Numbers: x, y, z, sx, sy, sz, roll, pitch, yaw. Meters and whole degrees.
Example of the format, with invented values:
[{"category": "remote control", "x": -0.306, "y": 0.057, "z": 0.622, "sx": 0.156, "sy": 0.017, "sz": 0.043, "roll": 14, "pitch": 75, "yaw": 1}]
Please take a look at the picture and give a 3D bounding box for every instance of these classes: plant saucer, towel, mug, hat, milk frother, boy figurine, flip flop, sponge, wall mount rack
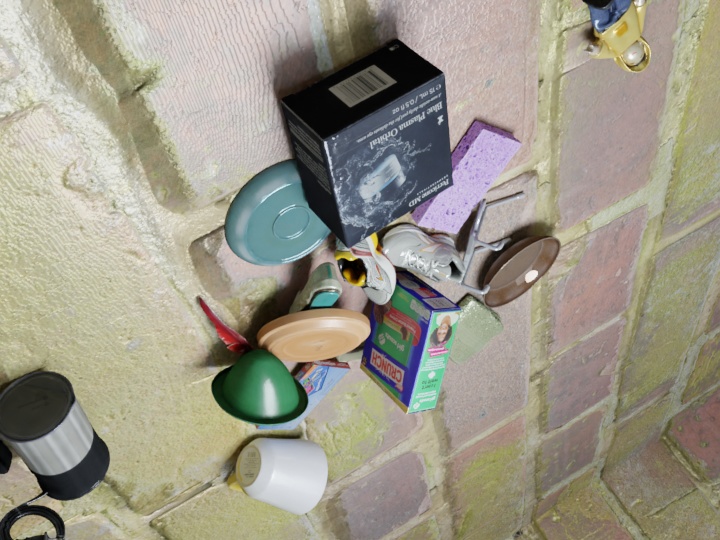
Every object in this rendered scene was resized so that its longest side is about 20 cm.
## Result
[{"category": "plant saucer", "x": -0.079, "y": 0.118, "z": 1.337, "sx": 0.197, "sy": 0.033, "sz": 0.201, "roll": -8, "pitch": 157, "yaw": -3}, {"category": "plant saucer", "x": 0.322, "y": -0.005, "z": 1.581, "sx": 0.199, "sy": 0.037, "sz": 0.202, "roll": -27, "pitch": 149, "yaw": -18}, {"category": "towel", "x": 0.230, "y": 0.133, "z": 1.673, "sx": 0.148, "sy": 0.037, "sz": 0.200, "roll": -43, "pitch": 143, "yaw": 7}, {"category": "mug", "x": -0.180, "y": 0.423, "z": 1.572, "sx": 0.152, "sy": 0.150, "sz": 0.188, "roll": 25, "pitch": 107, "yaw": -42}, {"category": "hat", "x": -0.157, "y": 0.138, "z": 1.276, "sx": 0.199, "sy": 0.165, "sz": 0.178, "roll": -16, "pitch": 130, "yaw": -51}, {"category": "milk frother", "x": -0.473, "y": 0.293, "z": 1.137, "sx": 0.178, "sy": 0.201, "sz": 0.190, "roll": -21, "pitch": 141, "yaw": -13}, {"category": "boy figurine", "x": 0.409, "y": -0.383, "z": 1.231, "sx": 0.124, "sy": 0.065, "sz": 0.200, "roll": -43, "pitch": 140, "yaw": 5}, {"category": "plant saucer", "x": -0.109, "y": -0.078, "z": 1.172, "sx": 0.198, "sy": 0.028, "sz": 0.202, "roll": -22, "pitch": 141, "yaw": -18}, {"category": "flip flop", "x": 0.042, "y": 0.153, "z": 1.521, "sx": 0.198, "sy": 0.058, "sz": 0.082, "roll": -7, "pitch": 135, "yaw": -33}, {"category": "sponge", "x": 0.180, "y": -0.155, "z": 1.320, "sx": 0.111, "sy": 0.030, "sz": 0.201, "roll": 9, "pitch": 125, "yaw": -44}, {"category": "wall mount rack", "x": 0.243, "y": -0.058, "z": 1.444, "sx": 0.202, "sy": 0.074, "sz": 0.175, "roll": 99, "pitch": 14, "yaw": -45}]

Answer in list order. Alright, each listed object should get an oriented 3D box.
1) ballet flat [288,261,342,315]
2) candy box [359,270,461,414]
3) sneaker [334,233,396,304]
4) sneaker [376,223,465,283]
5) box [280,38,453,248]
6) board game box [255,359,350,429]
[{"category": "ballet flat", "x": -0.077, "y": 0.048, "z": 1.298, "sx": 0.066, "sy": 0.063, "sz": 0.200, "roll": 3, "pitch": 153, "yaw": -24}, {"category": "candy box", "x": 0.084, "y": 0.126, "z": 1.392, "sx": 0.076, "sy": 0.169, "sz": 0.203, "roll": -3, "pitch": 114, "yaw": -33}, {"category": "sneaker", "x": 0.000, "y": 0.000, "z": 1.284, "sx": 0.201, "sy": 0.077, "sz": 0.083, "roll": 58, "pitch": 43, "yaw": -49}, {"category": "sneaker", "x": 0.114, "y": -0.022, "z": 1.360, "sx": 0.198, "sy": 0.092, "sz": 0.076, "roll": 3, "pitch": 130, "yaw": -40}, {"category": "box", "x": 0.017, "y": -0.174, "z": 1.070, "sx": 0.195, "sy": 0.118, "sz": 0.201, "roll": -31, "pitch": 141, "yaw": -16}, {"category": "board game box", "x": -0.115, "y": 0.246, "z": 1.514, "sx": 0.102, "sy": 0.020, "sz": 0.200, "roll": 12, "pitch": 128, "yaw": -47}]
